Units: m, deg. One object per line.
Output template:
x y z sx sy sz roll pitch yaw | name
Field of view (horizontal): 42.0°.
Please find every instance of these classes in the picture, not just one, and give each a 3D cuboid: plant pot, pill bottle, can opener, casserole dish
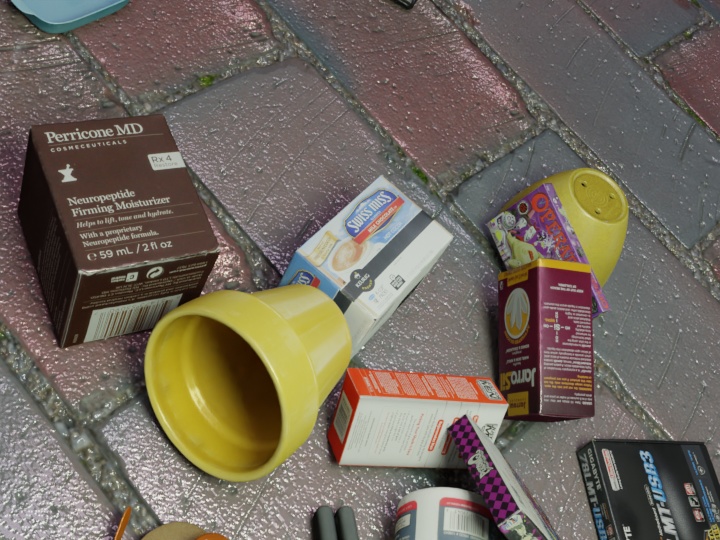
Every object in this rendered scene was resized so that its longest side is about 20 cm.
0.323 -0.071 1.418 0.198 0.142 0.202 13 53 -18 | plant pot
0.090 0.354 1.028 0.118 0.120 0.202 18 52 -13 | pill bottle
-0.011 0.338 1.007 0.052 0.067 0.201 9 38 -21 | can opener
-0.417 -0.403 1.356 0.121 0.039 0.200 45 50 8 | casserole dish
-0.111 0.107 1.068 0.201 0.201 0.188 47 35 10 | plant pot

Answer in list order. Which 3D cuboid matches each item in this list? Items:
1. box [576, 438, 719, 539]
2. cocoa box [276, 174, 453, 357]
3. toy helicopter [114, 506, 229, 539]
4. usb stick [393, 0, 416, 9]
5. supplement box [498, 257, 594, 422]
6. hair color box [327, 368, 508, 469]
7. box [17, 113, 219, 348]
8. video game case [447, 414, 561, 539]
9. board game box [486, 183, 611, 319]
0.401 0.326 1.246 0.196 0.050 0.202 7 55 -23 | box
0.000 0.000 1.218 0.131 0.134 0.200 41 50 6 | cocoa box
-0.225 0.319 0.925 0.131 0.080 0.200 30 40 19 | toy helicopter
0.015 -0.526 1.654 0.198 0.033 0.056 30 57 -5 | usb stick
0.244 0.096 1.245 0.085 0.110 0.203 6 77 -20 | supplement box
0.069 0.182 1.141 0.197 0.103 0.061 7 25 -22 | hair color box
-0.287 -0.047 1.091 0.164 0.165 0.202 -12 63 -31 | box
0.183 0.277 1.060 0.182 0.036 0.200 51 5 -23 | video game case
0.266 -0.008 1.344 0.032 0.120 0.202 -3 65 -48 | board game box
